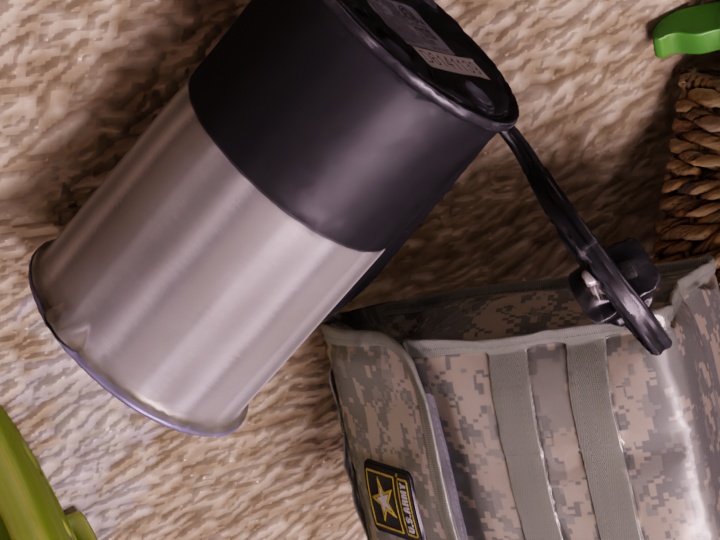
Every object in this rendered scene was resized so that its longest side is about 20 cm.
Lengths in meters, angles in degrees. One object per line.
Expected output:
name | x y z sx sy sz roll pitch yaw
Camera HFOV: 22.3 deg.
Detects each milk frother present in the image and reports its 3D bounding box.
milk frother | 0.000 0.000 0.755 0.180 0.200 0.188 19 121 -46

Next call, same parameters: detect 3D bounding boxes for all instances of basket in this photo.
basket | 0.257 -0.013 0.909 0.199 0.143 0.150 2 102 -33

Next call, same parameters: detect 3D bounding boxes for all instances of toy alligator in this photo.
toy alligator | 0.236 -0.139 0.868 0.199 0.054 0.059 -26 141 -6

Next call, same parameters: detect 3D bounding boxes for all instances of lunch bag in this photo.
lunch bag | 0.078 0.091 0.866 0.199 0.165 0.118 -8 -169 27

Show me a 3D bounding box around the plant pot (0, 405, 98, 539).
plant pot | -0.196 0.199 0.852 0.199 0.200 0.182 -31 147 0
